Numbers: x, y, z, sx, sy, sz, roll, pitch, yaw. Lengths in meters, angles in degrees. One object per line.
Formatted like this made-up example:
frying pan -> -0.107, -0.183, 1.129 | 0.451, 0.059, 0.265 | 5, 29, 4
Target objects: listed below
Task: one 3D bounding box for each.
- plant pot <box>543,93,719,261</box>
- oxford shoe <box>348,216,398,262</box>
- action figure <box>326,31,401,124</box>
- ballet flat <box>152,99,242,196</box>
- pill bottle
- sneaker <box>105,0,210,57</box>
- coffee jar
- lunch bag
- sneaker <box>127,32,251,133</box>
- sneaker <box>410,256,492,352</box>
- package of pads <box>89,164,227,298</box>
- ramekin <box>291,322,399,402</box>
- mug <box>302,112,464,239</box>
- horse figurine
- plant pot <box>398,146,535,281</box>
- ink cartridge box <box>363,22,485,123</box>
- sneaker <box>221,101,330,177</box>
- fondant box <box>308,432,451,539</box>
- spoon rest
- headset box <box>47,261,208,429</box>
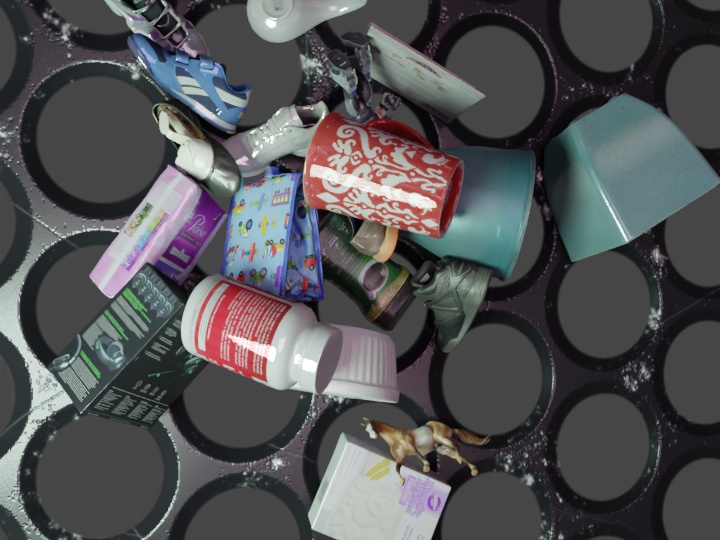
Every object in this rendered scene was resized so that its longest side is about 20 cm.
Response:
plant pot -> 0.414, -0.162, 1.025 | 0.192, 0.196, 0.204 | -30, 86, -9
oxford shoe -> 0.018, -0.113, 0.959 | 0.071, 0.071, 0.205 | 19, 49, -21
action figure -> 0.000, -0.254, 0.955 | 0.069, 0.202, 0.130 | 33, 69, 32
ballet flat -> -0.248, -0.179, 0.906 | 0.201, 0.068, 0.069 | 48, 117, 26
pill bottle -> -0.126, 0.086, 0.814 | 0.195, 0.112, 0.116 | 18, 87, 18
sneaker -> -0.306, -0.379, 0.896 | 0.198, 0.140, 0.079 | 37, 84, -9
coffee jar -> 0.000, 0.000, 0.989 | 0.199, 0.085, 0.105 | 42, 79, -8
lunch bag -> -0.137, -0.055, 0.928 | 0.093, 0.147, 0.207 | 5, 82, -50
sneaker -> -0.247, -0.290, 0.914 | 0.198, 0.074, 0.083 | 32, 106, -37
sneaker -> 0.132, 0.049, 0.986 | 0.112, 0.202, 0.077 | 25, 56, 12
package of pads -> -0.290, -0.039, 0.911 | 0.075, 0.121, 0.203 | 32, 84, 19
ramekin -> -0.034, 0.138, 0.933 | 0.196, 0.202, 0.097 | 11, 77, -11
mug -> 0.043, -0.145, 0.858 | 0.195, 0.134, 0.182 | 19, 77, 18
horse figurine -> 0.110, 0.284, 1.006 | 0.194, 0.133, 0.052 | -3, 111, -19
plant pot -> 0.157, -0.103, 0.976 | 0.182, 0.200, 0.207 | 12, 88, 5
ink cartridge box -> 0.090, -0.313, 0.959 | 0.196, 0.176, 0.046 | 28, 85, -10
sneaker -> -0.135, -0.211, 0.950 | 0.195, 0.100, 0.076 | -21, 67, -14
fondant box -> 0.031, 0.376, 1.012 | 0.196, 0.058, 0.148 | 25, 85, -12
spoon rest -> -0.085, -0.424, 0.992 | 0.193, 0.061, 0.103 | -8, 90, 3
headset box -> -0.296, 0.107, 0.876 | 0.092, 0.175, 0.201 | 40, 83, 22
